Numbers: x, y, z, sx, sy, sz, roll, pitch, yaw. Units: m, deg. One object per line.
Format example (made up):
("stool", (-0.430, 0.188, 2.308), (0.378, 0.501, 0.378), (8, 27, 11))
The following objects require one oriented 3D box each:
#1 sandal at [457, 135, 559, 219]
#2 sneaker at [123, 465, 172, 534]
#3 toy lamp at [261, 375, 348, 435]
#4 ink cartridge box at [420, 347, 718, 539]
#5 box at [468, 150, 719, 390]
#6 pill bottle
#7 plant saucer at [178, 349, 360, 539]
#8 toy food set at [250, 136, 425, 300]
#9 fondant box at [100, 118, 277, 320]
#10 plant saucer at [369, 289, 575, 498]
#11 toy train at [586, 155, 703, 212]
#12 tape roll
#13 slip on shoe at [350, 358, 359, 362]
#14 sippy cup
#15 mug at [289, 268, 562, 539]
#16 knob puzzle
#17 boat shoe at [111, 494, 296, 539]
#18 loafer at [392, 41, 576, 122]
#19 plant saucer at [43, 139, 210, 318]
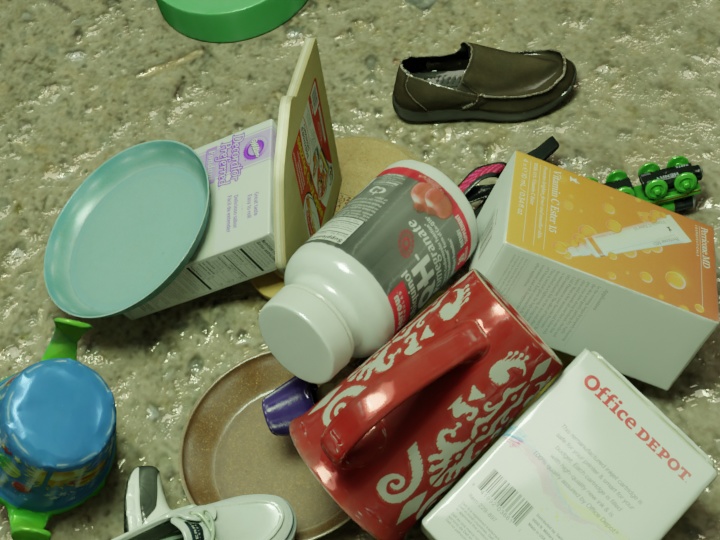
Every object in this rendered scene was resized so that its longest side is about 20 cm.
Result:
("sandal", (0.120, -0.079, 1.335), (0.045, 0.075, 0.200), (48, 57, -1))
("sneaker", (-0.161, 0.260, 1.178), (0.079, 0.074, 0.202), (-8, 57, -12))
("toy lamp", (0.010, 0.098, 1.198), (0.198, 0.058, 0.059), (-18, 53, 6))
("ink cartridge box", (0.166, 0.187, 1.102), (0.145, 0.088, 0.200), (43, 81, 12))
("box", (0.202, 0.000, 1.198), (0.198, 0.098, 0.125), (20, 43, -8))
("pill bottle", (0.005, 0.003, 1.166), (0.110, 0.112, 0.200), (26, 51, 27))
("plant saucer", (-0.065, 0.163, 1.237), (0.198, 0.037, 0.202), (-6, 55, 8))
("toy food set", (-0.012, -0.051, 1.370), (0.195, 0.049, 0.202), (1, 55, 12))
("fondant box", (-0.159, -0.050, 1.358), (0.198, 0.058, 0.146), (-18, 51, 21))
("plant saucer", (0.119, 0.103, 1.233), (0.198, 0.049, 0.201), (-18, 53, -2))
("toy train", (0.234, -0.062, 1.320), (0.197, 0.057, 0.042), (-13, 38, 4))
("tape roll", (-0.151, -0.359, 1.618), (0.198, 0.048, 0.202), (-6, 54, 8))
("slip on shoe", (0.000, 0.000, 1.271), (0.061, 0.074, 0.202), (30, 56, -15))
("sippy cup", (-0.273, 0.140, 1.208), (0.139, 0.130, 0.179), (-23, 81, -26))
("mug", (0.058, 0.110, 1.088), (0.200, 0.178, 0.134), (-43, 98, 6))
("knob puzzle", (-0.060, -0.079, 1.246), (0.030, 0.221, 0.222), (2, 55, 12))
("boat shoe", (-0.139, 0.231, 1.116), (0.198, 0.067, 0.074), (-22, 61, -23))
("loafer", (0.128, -0.201, 1.432), (0.197, 0.072, 0.074), (-8, 54, 6))
("plant saucer", (-0.224, -0.037, 1.335), (0.198, 0.027, 0.202), (-17, 53, 24))
